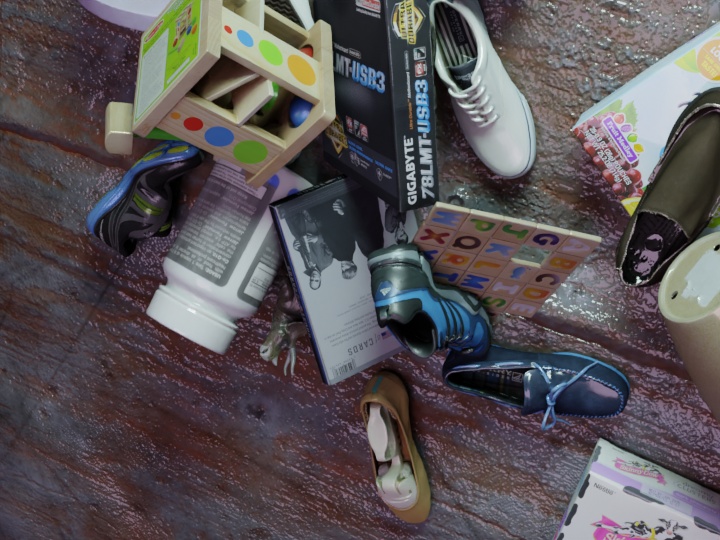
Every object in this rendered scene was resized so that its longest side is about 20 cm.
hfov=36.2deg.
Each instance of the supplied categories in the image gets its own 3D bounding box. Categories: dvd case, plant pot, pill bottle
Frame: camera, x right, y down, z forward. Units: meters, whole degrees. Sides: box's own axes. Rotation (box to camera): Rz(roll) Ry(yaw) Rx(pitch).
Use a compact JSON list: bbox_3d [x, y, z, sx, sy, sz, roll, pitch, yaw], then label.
[{"bbox_3d":[0.000,0.000,1.150,0.025,0.149,0.203,23,132,62],"label":"dvd case"},{"bbox_3d":[0.357,0.061,0.955,0.199,0.189,0.187,39,124,-23],"label":"plant pot"},{"bbox_3d":[-0.137,-0.022,1.157,0.113,0.114,0.202,28,87,9],"label":"pill bottle"}]

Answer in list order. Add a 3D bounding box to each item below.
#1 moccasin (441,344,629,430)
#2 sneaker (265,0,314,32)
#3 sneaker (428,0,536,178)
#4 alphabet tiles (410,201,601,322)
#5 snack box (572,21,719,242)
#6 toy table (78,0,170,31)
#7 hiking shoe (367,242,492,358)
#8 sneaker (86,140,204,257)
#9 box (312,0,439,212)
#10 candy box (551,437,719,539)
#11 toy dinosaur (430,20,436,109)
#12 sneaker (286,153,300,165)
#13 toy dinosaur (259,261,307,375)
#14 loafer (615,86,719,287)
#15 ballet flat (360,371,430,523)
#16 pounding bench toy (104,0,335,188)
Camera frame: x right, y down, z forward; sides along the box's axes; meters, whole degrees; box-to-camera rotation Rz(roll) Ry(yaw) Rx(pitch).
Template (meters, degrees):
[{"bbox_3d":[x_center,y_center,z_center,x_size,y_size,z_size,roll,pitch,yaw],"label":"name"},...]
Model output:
[{"bbox_3d":[0.181,0.129,1.163,0.197,0.068,0.082,5,114,21],"label":"moccasin"},{"bbox_3d":[-0.075,-0.271,1.096,0.072,0.085,0.202,0,123,18],"label":"sneaker"},{"bbox_3d":[0.108,-0.176,1.060,0.072,0.071,0.202,-21,103,29],"label":"sneaker"},{"bbox_3d":[0.120,0.002,1.093,0.165,0.008,0.200,11,149,-12],"label":"alphabet tiles"},{"bbox_3d":[0.320,-0.100,1.005,0.168,0.068,0.201,-32,98,31],"label":"snack box"},{"bbox_3d":[-0.208,-0.322,1.082,0.198,0.184,0.118,15,132,20],"label":"toy table"},{"bbox_3d":[0.067,0.054,1.095,0.074,0.088,0.199,-17,144,32],"label":"hiking shoe"},{"bbox_3d":[-0.233,-0.084,1.250,0.083,0.071,0.199,46,126,-8],"label":"sneaker"},{"bbox_3d":[0.011,-0.180,1.041,0.049,0.200,0.201,-14,115,-19],"label":"box"},{"bbox_3d":[0.295,0.308,1.191,0.166,0.072,0.202,23,120,12],"label":"candy box"},{"bbox_3d":[0.051,-0.180,1.058,0.047,0.089,0.202,-10,132,-12],"label":"toy dinosaur"},{"bbox_3d":[-0.134,-0.191,1.148,0.076,0.082,0.201,-24,103,29],"label":"sneaker"},{"bbox_3d":[-0.048,0.012,1.217,0.102,0.077,0.200,44,109,-8],"label":"toy dinosaur"},{"bbox_3d":[0.282,-0.061,0.958,0.072,0.071,0.202,26,120,11],"label":"loafer"},{"bbox_3d":[0.033,0.216,1.267,0.068,0.063,0.203,-5,110,25],"label":"ballet flat"},{"bbox_3d":[-0.133,-0.159,1.042,0.155,0.126,0.199,24,136,-33],"label":"pounding bench toy"}]
